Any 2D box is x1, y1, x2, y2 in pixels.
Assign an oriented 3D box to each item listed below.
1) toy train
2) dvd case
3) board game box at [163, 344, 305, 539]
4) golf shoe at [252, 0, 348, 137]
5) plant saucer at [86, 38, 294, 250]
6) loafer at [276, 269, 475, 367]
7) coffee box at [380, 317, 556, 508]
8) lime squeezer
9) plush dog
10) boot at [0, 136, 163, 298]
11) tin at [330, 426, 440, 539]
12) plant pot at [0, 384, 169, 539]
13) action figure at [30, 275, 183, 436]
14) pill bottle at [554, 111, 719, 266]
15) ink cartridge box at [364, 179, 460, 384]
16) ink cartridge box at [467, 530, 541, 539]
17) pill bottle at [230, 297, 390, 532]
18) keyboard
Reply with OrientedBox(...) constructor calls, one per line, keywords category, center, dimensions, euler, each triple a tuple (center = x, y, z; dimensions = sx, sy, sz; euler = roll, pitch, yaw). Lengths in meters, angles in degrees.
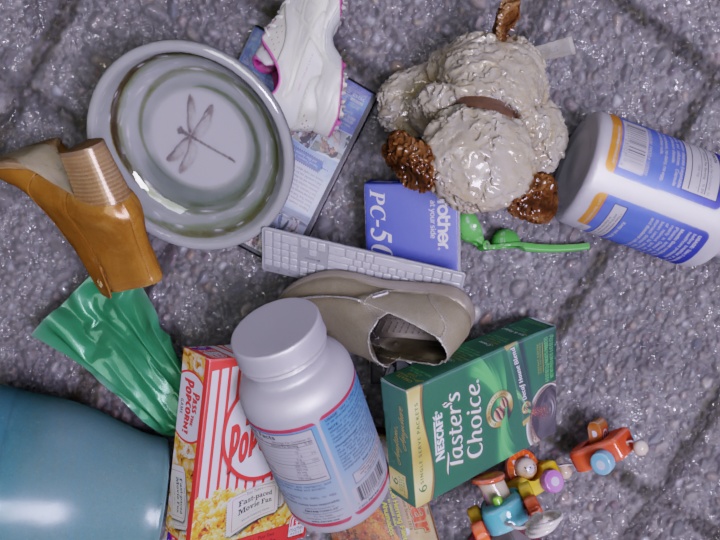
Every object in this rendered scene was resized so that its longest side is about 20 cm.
OrientedBox(category="toy train", center=(0.183, 0.197, 0.789), dimensions=(0.149, 0.198, 0.057), euler=(-33, 80, 44))
OrientedBox(category="dvd case", center=(-0.087, -0.120, 0.810), dimensions=(0.141, 0.018, 0.203), euler=(27, 94, -6))
OrientedBox(category="board game box", center=(-0.111, 0.174, 0.788), dimensions=(0.150, 0.046, 0.205), euler=(-1, 101, -47))
OrientedBox(category="golf shoe", center=(-0.057, -0.230, 0.757), dimensions=(0.089, 0.075, 0.205), euler=(1, 84, -6))
OrientedBox(category="plant saucer", center=(-0.153, -0.119, 0.752), dimensions=(0.195, 0.051, 0.204), euler=(4, 121, 7))
OrientedBox(category="loafer", center=(0.007, 0.048, 0.751), dimensions=(0.195, 0.069, 0.077), euler=(-2, 126, 17))
OrientedBox(category="coffee box", center=(0.111, 0.133, 0.782), dimensions=(0.197, 0.044, 0.126), euler=(-16, 111, -32))
OrientedBox(category="lime squeezer", center=(0.140, -0.049, 0.827), dimensions=(0.198, 0.038, 0.071), euler=(32, 64, -5))
OrientedBox(category="plush dog", center=(0.111, -0.128, 0.721), dimensions=(0.195, 0.161, 0.175), euler=(13, 60, -5))
OrientedBox(category="boot", center=(-0.271, -0.047, 0.756), dimensions=(0.070, 0.198, 0.147), euler=(-36, 121, -40))
OrientedBox(category="tin", center=(0.023, 0.264, 0.854), dimensions=(0.110, 0.042, 0.204), euler=(-15, 97, 3))
OrientedBox(category="plant pot", center=(-0.283, 0.216, 0.766), dimensions=(0.184, 0.200, 0.205), euler=(10, 97, -18))
OrientedBox(category="action figure", center=(-0.218, 0.096, 0.813), dimensions=(0.118, 0.055, 0.201), euler=(-42, 95, 1))
OrientedBox(category="pill bottle", center=(0.298, -0.071, 0.787), dimensions=(0.196, 0.112, 0.114), euler=(19, 96, -5))
OrientedBox(category="ink cartridge box", center=(0.054, 0.012, 0.803), dimensions=(0.092, 0.044, 0.205), euler=(0, 102, 11))
OrientedBox(category="ink cartridge box", center=(0.184, 0.342, 0.789), dimensions=(0.146, 0.200, 0.083), euler=(39, 94, -6))
OrientedBox(category="pill bottle", center=(-0.046, 0.131, 0.732), dimensions=(0.107, 0.109, 0.203), euler=(-18, 120, 0))
OrientedBox(category="keyboard", center=(0.000, 0.000, 0.766), dimensions=(0.195, 0.011, 0.057), euler=(13, 141, 6))
